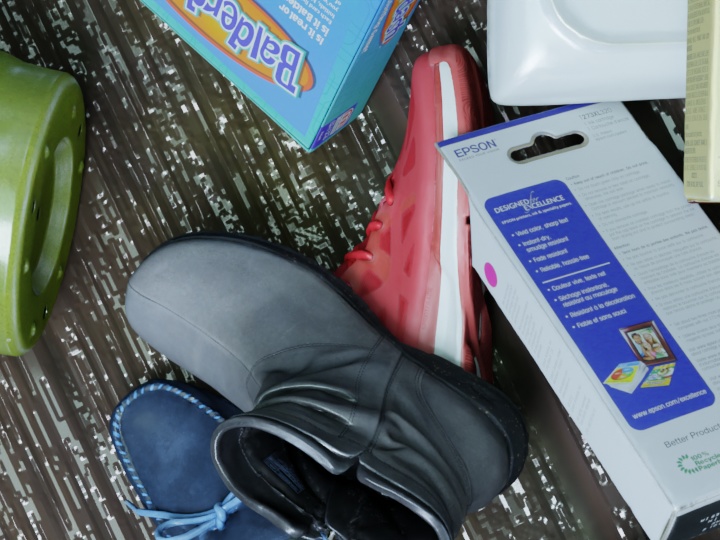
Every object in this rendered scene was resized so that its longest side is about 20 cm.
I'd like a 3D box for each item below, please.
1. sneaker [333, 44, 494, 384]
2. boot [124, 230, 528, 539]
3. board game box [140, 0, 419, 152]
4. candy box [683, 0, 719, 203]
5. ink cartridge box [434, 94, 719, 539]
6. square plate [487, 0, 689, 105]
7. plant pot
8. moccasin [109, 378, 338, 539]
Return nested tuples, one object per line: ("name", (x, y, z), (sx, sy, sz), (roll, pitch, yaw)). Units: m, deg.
("sneaker", (0.000, 0.000, 0.982), (0.115, 0.078, 0.202), (1, 90, 14))
("boot", (-0.032, 0.050, 0.903), (0.199, 0.132, 0.070), (24, 111, 16))
("board game box", (-0.033, -0.170, 0.947), (0.152, 0.045, 0.200), (42, 138, 10))
("candy box", (0.195, -0.127, 0.896), (0.114, 0.055, 0.202), (1, 92, -4))
("ink cartridge box", (0.113, 0.015, 0.901), (0.094, 0.037, 0.201), (-16, 57, -23))
("square plate", (0.151, -0.174, 0.937), (0.196, 0.028, 0.202), (-2, 92, 0))
("plant pot", (-0.230, -0.043, 0.995), (0.191, 0.200, 0.202), (10, 93, 3))
("moccasin", (-0.039, 0.124, 0.995), (0.200, 0.068, 0.081), (43, 95, 11))
